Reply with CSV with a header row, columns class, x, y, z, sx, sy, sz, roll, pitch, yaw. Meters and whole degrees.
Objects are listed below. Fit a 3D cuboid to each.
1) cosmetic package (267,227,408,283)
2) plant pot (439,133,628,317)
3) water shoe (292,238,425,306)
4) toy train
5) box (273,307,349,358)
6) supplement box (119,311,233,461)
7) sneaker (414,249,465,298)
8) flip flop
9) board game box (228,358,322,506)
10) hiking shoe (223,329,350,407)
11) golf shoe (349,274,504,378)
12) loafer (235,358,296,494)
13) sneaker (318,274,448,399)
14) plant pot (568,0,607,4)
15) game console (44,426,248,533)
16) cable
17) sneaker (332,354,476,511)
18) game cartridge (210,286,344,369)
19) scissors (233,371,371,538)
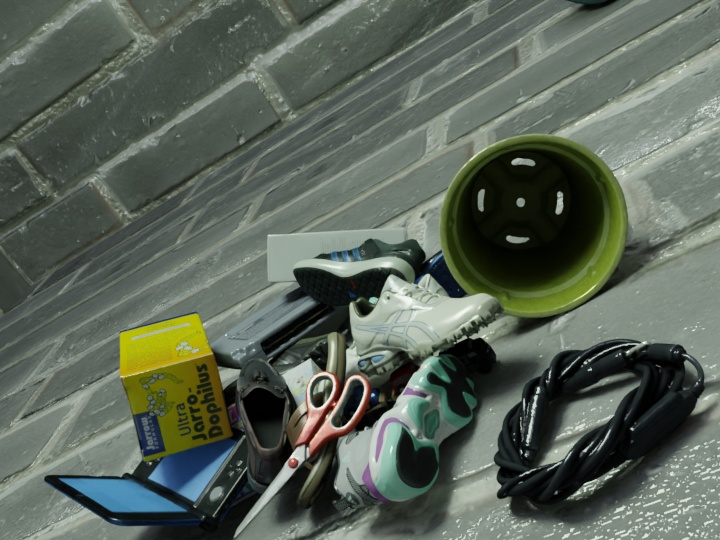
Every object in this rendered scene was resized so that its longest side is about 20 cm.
class,x,y,z,sx,sy,sz,roll,pitch,yaw
cosmetic package,-0.032,-0.022,1.224,0.199,0.075,0.102,-2,-1,0
plant pot,0.194,-0.068,0.985,0.200,0.201,0.184,-30,9,13
water shoe,0.000,0.000,1.111,0.199,0.072,0.079,1,37,40
toy train,0.057,0.126,0.938,0.199,0.046,0.034,-28,20,19
box,-0.054,0.073,1.252,0.039,0.042,0.200,-11,32,50
supplement box,-0.234,0.137,1.051,0.109,0.109,0.200,-14,15,-13
sneaker,0.078,0.021,1.110,0.200,0.070,0.078,-40,27,-9
flip flop,-0.050,0.159,0.915,0.081,0.057,0.201,101,177,-62
board game box,-0.128,0.208,1.032,0.199,0.034,0.135,-32,32,11
hiking shoe,-0.098,0.145,1.136,0.199,0.076,0.101,-25,8,11
golf shoe,0.058,0.046,0.902,0.199,0.098,0.078,-25,-4,40
loafer,-0.106,0.161,0.959,0.071,0.063,0.200,-6,35,-9
sneaker,0.022,0.079,1.018,0.200,0.089,0.075,-34,19,-14
plant pot,0.507,-0.676,1.840,0.200,0.201,0.161,-32,31,8
game console,-0.238,0.223,0.979,0.199,0.118,0.171,6,53,47
cable,0.186,0.123,0.728,0.200,0.051,0.163,-39,20,-7
sneaker,0.030,0.166,0.852,0.140,0.078,0.200,-33,6,37
game cartridge,-0.118,0.077,1.190,0.200,0.041,0.133,-33,19,-29
scissors,-0.055,0.188,0.850,0.073,0.014,0.201,16,64,24
